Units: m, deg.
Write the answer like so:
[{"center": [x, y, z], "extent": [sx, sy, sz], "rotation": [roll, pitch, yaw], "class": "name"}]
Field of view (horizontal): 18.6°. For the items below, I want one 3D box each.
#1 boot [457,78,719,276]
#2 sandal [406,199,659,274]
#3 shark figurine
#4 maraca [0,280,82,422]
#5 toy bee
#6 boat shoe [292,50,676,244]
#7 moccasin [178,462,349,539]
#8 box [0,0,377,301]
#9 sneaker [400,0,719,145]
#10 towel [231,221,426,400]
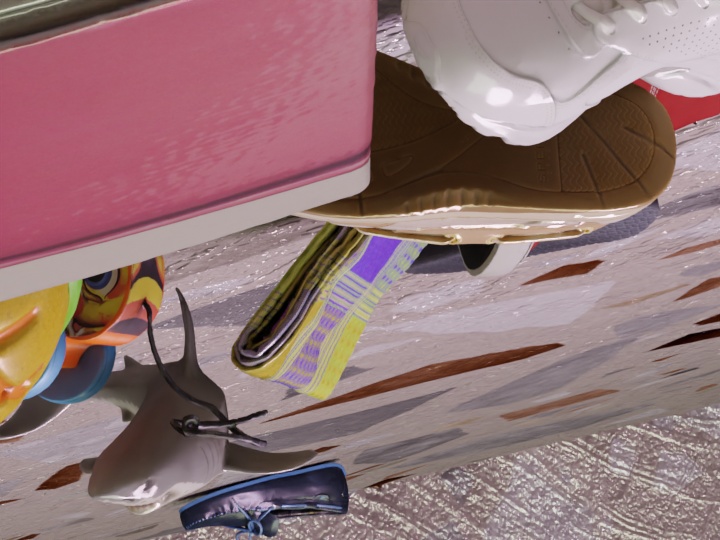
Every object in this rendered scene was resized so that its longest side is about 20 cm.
[{"center": [0.116, -0.063, 0.971], "extent": [0.144, 0.073, 0.200], "rotation": [-15, 162, -16], "class": "boot"}, {"center": [0.085, -0.032, 1.239], "extent": [0.076, 0.043, 0.200], "rotation": [1, 172, -36], "class": "sandal"}, {"center": [-0.103, 0.050, 1.073], "extent": [0.128, 0.090, 0.214], "rotation": [-8, -166, -23], "class": "shark figurine"}, {"center": [-0.167, 0.006, 0.851], "extent": [0.137, 0.107, 0.200], "rotation": [16, 134, -44], "class": "maraca"}, {"center": [-0.130, 0.008, 0.985], "extent": [0.199, 0.109, 0.131], "rotation": [10, 177, 0], "class": "toy bee"}, {"center": [0.016, -0.041, 0.839], "extent": [0.199, 0.074, 0.069], "rotation": [7, 161, -5], "class": "boat shoe"}, {"center": [-0.106, 0.273, 2.522], "extent": [0.199, 0.069, 0.080], "rotation": [-14, 170, -10], "class": "moccasin"}, {"center": [-0.063, -0.081, 0.450], "extent": [0.108, 0.129, 0.200], "rotation": [-16, 171, -3], "class": "box"}, {"center": [0.099, -0.104, 0.772], "extent": [0.199, 0.078, 0.099], "rotation": [-19, 168, -42], "class": "sneaker"}, {"center": [0.000, 0.000, 1.076], "extent": [0.144, 0.023, 0.200], "rotation": [-54, 169, -2], "class": "towel"}]
